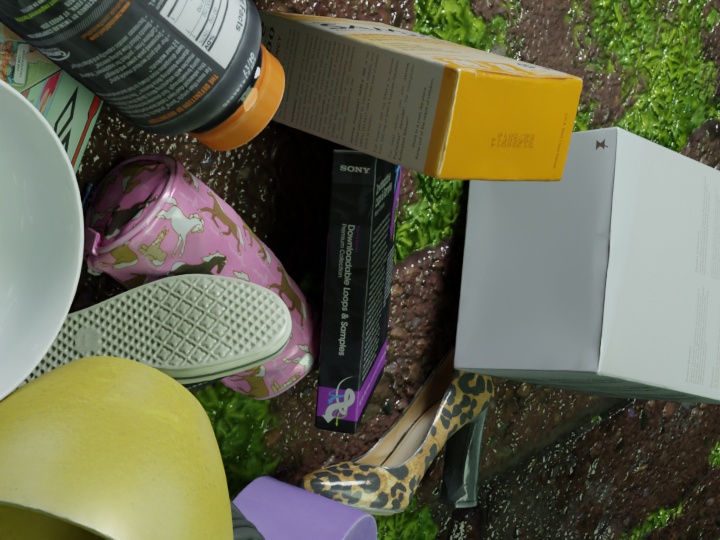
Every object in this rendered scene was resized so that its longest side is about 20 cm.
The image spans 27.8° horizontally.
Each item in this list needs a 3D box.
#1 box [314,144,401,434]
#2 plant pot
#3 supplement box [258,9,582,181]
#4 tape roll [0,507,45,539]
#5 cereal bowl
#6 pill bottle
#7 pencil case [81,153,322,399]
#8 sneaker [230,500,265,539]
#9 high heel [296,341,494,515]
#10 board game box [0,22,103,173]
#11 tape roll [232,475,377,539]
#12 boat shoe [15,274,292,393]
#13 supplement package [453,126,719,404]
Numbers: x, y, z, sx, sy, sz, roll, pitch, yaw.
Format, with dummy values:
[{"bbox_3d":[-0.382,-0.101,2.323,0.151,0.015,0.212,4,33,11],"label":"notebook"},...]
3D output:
[{"bbox_3d":[0.000,0.000,1.053,0.143,0.036,0.201,-55,152,-74],"label":"box"},{"bbox_3d":[-0.153,0.135,0.823,0.142,0.199,0.201,-72,145,-44],"label":"plant pot"},{"bbox_3d":[0.031,-0.120,0.979,0.126,0.200,0.074,-3,109,-44],"label":"supplement box"},{"bbox_3d":[-0.200,0.209,0.959,0.202,0.071,0.204,-16,115,-39],"label":"tape roll"},{"bbox_3d":[-0.252,-0.018,0.772,0.199,0.083,0.201,-14,110,-42],"label":"cereal bowl"},{"bbox_3d":[-0.129,-0.148,0.843,0.200,0.106,0.107,39,76,-44],"label":"pill bottle"},{"bbox_3d":[-0.103,0.009,0.978,0.200,0.086,0.083,47,39,-42],"label":"pencil case"},{"bbox_3d":[-0.137,0.216,0.902,0.200,0.099,0.071,-49,133,-19],"label":"sneaker"},{"bbox_3d":[0.027,0.119,1.160,0.199,0.071,0.143,5,91,-43],"label":"high heel"},{"bbox_3d":[-0.218,-0.108,0.866,0.134,0.029,0.201,22,88,-46],"label":"board game box"},{"bbox_3d":[-0.063,0.254,1.034,0.200,0.085,0.201,18,90,-75],"label":"tape roll"},{"bbox_3d":[-0.135,0.054,0.913,0.062,0.199,0.075,58,21,-54],"label":"boat shoe"},{"bbox_3d":[0.199,0.002,1.193,0.199,0.147,0.192,14,79,-45],"label":"supplement package"}]
